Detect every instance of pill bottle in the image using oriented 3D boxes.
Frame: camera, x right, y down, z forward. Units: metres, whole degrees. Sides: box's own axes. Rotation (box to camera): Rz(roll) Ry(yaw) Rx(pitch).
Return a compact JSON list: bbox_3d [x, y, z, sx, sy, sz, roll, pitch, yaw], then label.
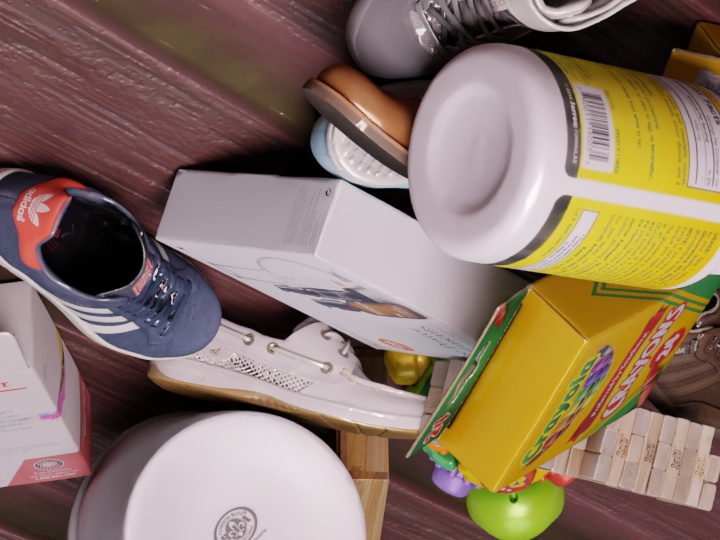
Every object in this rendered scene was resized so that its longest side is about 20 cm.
[{"bbox_3d":[0.132,-0.050,1.436,0.199,0.113,0.112,9,148,-37],"label":"pill bottle"}]

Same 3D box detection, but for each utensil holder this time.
[{"bbox_3d":[-0.095,0.172,1.788,0.169,0.171,0.200,5,173,-13],"label":"utensil holder"}]

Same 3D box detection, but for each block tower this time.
[{"bbox_3d":[0.131,0.103,1.727,0.199,0.054,0.058,16,175,-26],"label":"block tower"}]

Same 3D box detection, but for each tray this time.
[{"bbox_3d":[-0.005,0.147,1.887,0.037,0.099,0.200,1,148,-3],"label":"tray"}]

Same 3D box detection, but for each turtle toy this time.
[{"bbox_3d":[0.097,0.108,1.831,0.145,0.102,0.200,-7,148,6],"label":"turtle toy"}]

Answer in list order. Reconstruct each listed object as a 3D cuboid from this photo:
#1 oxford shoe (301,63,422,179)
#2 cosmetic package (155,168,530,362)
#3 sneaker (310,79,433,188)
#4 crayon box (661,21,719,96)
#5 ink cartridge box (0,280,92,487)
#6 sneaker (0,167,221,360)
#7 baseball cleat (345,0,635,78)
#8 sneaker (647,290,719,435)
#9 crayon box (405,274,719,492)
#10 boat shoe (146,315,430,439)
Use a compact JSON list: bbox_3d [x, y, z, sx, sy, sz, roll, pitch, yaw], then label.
[{"bbox_3d":[0.051,-0.074,1.482,0.200,0.071,0.072,26,95,-38],"label":"oxford shoe"},{"bbox_3d":[0.000,0.000,1.639,0.200,0.052,0.150,27,168,-39],"label":"cosmetic package"},{"bbox_3d":[0.065,-0.083,1.572,0.199,0.074,0.082,1,-176,-21],"label":"sneaker"},{"bbox_3d":[0.237,-0.066,1.566,0.199,0.052,0.126,10,118,-21],"label":"crayon box"},{"bbox_3d":[-0.251,0.068,1.767,0.116,0.068,0.200,-7,150,5],"label":"ink cartridge box"},{"bbox_3d":[-0.142,0.004,1.644,0.084,0.075,0.200,10,165,45],"label":"sneaker"},{"bbox_3d":[0.070,-0.146,1.416,0.199,0.107,0.070,-28,107,24],"label":"baseball cleat"},{"bbox_3d":[0.215,0.049,1.777,0.075,0.071,0.200,-26,142,30],"label":"sneaker"},{"bbox_3d":[0.122,0.049,1.573,0.200,0.051,0.127,-25,151,-48],"label":"crayon box"},{"bbox_3d":[-0.033,0.061,1.745,0.199,0.070,0.071,13,170,1],"label":"boat shoe"}]
